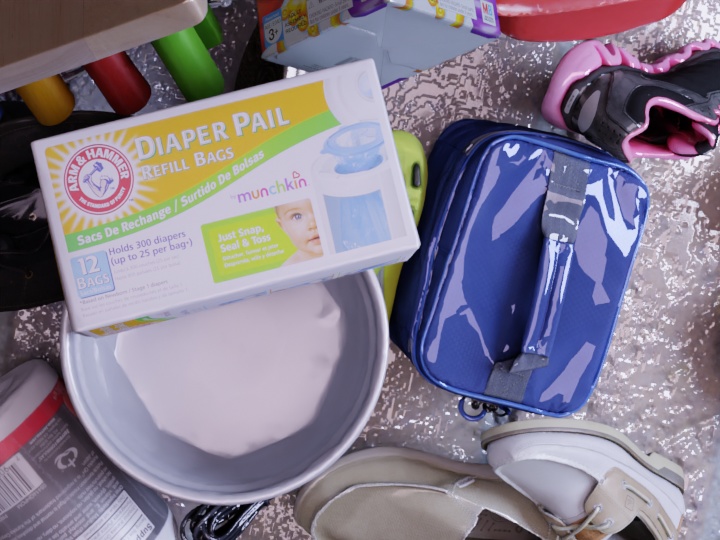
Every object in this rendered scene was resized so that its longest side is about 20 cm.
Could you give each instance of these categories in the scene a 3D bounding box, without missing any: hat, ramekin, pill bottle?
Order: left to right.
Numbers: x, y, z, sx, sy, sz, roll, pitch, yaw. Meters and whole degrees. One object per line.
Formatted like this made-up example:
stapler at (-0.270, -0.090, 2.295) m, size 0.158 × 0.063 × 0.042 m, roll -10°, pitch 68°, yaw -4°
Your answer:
hat at (-0.210, -0.056, 1.156) m, size 0.199 × 0.081 × 0.201 m, roll -21°, pitch 146°, yaw -15°
pill bottle at (-0.191, 0.167, 1.213) m, size 0.110 × 0.111 × 0.201 m, roll -38°, pitch 104°, yaw -3°
ramekin at (-0.084, 0.044, 1.143) m, size 0.198 × 0.105 × 0.202 m, roll 0°, pitch 86°, yaw -3°

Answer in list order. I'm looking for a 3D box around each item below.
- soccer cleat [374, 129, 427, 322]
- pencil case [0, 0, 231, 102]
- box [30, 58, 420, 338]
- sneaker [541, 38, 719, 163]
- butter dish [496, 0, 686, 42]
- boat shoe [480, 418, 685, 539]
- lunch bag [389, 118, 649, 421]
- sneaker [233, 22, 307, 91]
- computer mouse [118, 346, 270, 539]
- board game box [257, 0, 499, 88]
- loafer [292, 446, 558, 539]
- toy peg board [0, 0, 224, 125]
soccer cleat at (-0.001, 0.000, 1.241) m, size 0.064 × 0.084 × 0.202 m, roll 15°, pitch 100°, yaw 4°
pencil case at (-0.168, -0.171, 1.184) m, size 0.199 × 0.078 × 0.090 m, roll -32°, pitch 92°, yaw -5°
box at (-0.077, -0.038, 1.045) m, size 0.198 × 0.101 × 0.114 m, roll -15°, pitch 87°, yaw -4°
sneaker at (0.217, -0.104, 1.234) m, size 0.199 × 0.095 × 0.080 m, roll -8°, pitch 126°, yaw -37°
butter dish at (0.136, -0.222, 1.210) m, size 0.197 × 0.148 × 0.201 m, roll -11°, pitch 60°, yaw -12°
boat shoe at (0.160, 0.153, 1.257) m, size 0.199 × 0.074 × 0.069 m, roll 21°, pitch 59°, yaw -40°
lunch bag at (0.102, 0.004, 1.235) m, size 0.135 × 0.132 × 0.202 m, roll 14°, pitch 95°, yaw -13°
sneaker at (-0.045, -0.082, 1.237) m, size 0.075 × 0.070 × 0.202 m, roll 3°, pitch 104°, yaw -30°
computer mouse at (-0.101, 0.074, 1.233) m, size 0.140 × 0.046 × 0.201 m, roll -29°, pitch 85°, yaw -34°
board game box at (0.002, -0.227, 1.091) m, size 0.104 × 0.102 × 0.202 m, roll 8°, pitch 69°, yaw -47°
loafer at (0.053, 0.172, 1.271) m, size 0.198 × 0.069 × 0.076 m, roll 2°, pitch 125°, yaw -14°
toy peg board at (-0.171, -0.162, 1.076) m, size 0.197 × 0.201 × 0.098 m, roll -17°, pitch 139°, yaw 13°
